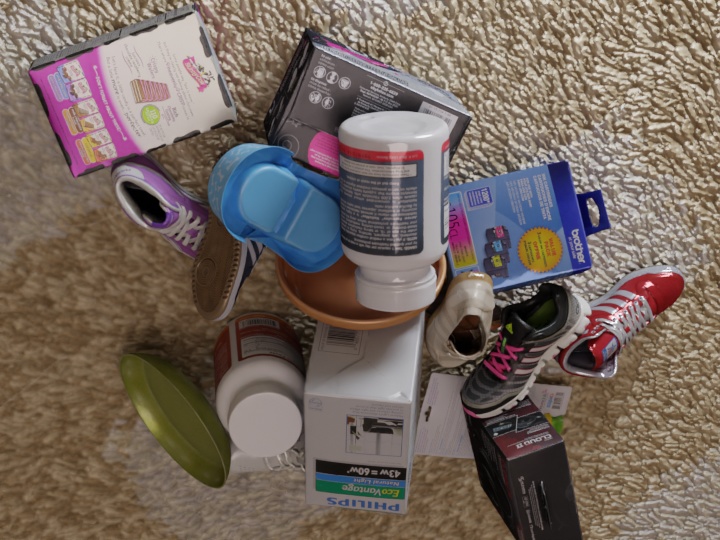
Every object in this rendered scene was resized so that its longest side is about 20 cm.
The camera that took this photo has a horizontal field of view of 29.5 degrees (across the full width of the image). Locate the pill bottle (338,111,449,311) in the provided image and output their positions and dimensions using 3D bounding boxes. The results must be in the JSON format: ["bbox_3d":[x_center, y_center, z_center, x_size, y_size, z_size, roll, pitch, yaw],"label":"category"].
[{"bbox_3d":[0.037,-0.063,1.489,0.119,0.120,0.200,-3,110,-6],"label":"pill bottle"}]

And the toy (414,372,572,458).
[{"bbox_3d":[0.166,0.187,1.776,0.200,0.047,0.115,9,107,-16],"label":"toy"}]

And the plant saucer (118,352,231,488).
[{"bbox_3d":[-0.219,0.176,1.660,0.031,0.200,0.200,-36,116,-26],"label":"plant saucer"}]

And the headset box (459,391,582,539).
[{"bbox_3d":[0.198,0.242,1.669,0.077,0.200,0.149,-17,115,-7],"label":"headset box"}]

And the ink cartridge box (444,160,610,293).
[{"bbox_3d":[0.194,-0.050,1.641,0.200,0.076,0.137,-13,87,-3],"label":"ink cartridge box"}]

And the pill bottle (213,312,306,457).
[{"bbox_3d":[-0.119,0.138,1.634,0.112,0.200,0.112,-2,113,-6],"label":"pill bottle"}]

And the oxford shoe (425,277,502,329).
[{"bbox_3d":[0.090,0.023,1.687,0.200,0.071,0.073,15,105,-13],"label":"oxford shoe"}]

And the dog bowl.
[{"bbox_3d":[-0.088,-0.073,1.521,0.200,0.050,0.112,27,92,-45],"label":"dog bowl"}]

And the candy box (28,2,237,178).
[{"bbox_3d":[-0.256,-0.204,1.551,0.200,0.061,0.137,-19,113,1],"label":"candy box"}]

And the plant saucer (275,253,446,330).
[{"bbox_3d":[0.000,0.000,1.604,0.200,0.200,0.037,-3,135,-6],"label":"plant saucer"}]

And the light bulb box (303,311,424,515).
[{"bbox_3d":[0.007,0.148,1.621,0.125,0.198,0.200,6,131,5],"label":"light bulb box"}]

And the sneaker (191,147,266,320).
[{"bbox_3d":[-0.129,-0.033,1.589,0.108,0.070,0.200,21,74,-52],"label":"sneaker"}]

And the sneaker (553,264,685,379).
[{"bbox_3d":[0.327,0.068,1.711,0.200,0.113,0.071,-27,114,4],"label":"sneaker"}]

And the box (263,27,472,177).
[{"bbox_3d":[0.005,-0.175,1.569,0.200,0.115,0.132,22,106,-16],"label":"box"}]

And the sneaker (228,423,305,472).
[{"bbox_3d":[-0.079,0.219,1.734,0.200,0.087,0.075,-16,121,1],"label":"sneaker"}]

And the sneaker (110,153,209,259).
[{"bbox_3d":[-0.211,-0.052,1.592,0.200,0.114,0.073,36,102,-21],"label":"sneaker"}]

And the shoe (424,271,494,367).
[{"bbox_3d":[0.116,0.072,1.614,0.070,0.053,0.200,-1,150,-6],"label":"shoe"}]

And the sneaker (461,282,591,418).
[{"bbox_3d":[0.188,0.089,1.650,0.200,0.074,0.087,-44,136,-1],"label":"sneaker"}]
